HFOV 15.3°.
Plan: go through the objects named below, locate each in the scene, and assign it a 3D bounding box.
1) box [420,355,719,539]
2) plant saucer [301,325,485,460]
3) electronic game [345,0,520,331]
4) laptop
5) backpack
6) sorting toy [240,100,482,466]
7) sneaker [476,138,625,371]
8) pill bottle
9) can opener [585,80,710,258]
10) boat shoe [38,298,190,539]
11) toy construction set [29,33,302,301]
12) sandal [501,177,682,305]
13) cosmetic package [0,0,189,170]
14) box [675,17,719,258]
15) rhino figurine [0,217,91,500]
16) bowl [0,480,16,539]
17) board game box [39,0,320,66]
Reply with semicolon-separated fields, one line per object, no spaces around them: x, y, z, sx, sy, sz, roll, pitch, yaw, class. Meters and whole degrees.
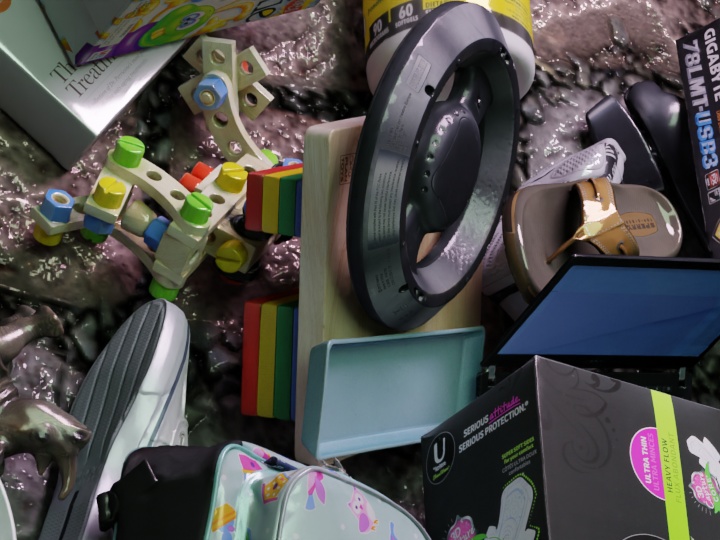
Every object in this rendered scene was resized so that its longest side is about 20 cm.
0.131;0.176;1.570;0.148;0.124;0.200;16;56;-30;box
0.021;0.071;1.618;0.200;0.019;0.070;-2;100;-60;plant saucer
0.043;-0.062;1.599;0.042;0.200;0.200;15;45;23;electronic game
0.171;0.092;1.701;0.177;0.103;0.200;2;89;-33;laptop
-0.041;0.192;1.504;0.200;0.153;0.176;27;65;-51;backpack
0.000;0.000;1.653;0.199;0.069;0.200;-16;110;-58;sorting toy
0.148;-0.004;1.809;0.115;0.075;0.200;57;35;-12;sneaker
0.056;-0.212;1.834;0.114;0.114;0.200;13;58;-28;pill bottle
0.240;-0.047;1.911;0.200;0.079;0.063;56;10;1;can opener
-0.134;0.115;1.564;0.067;0.073;0.200;37;59;-30;boat shoe
-0.104;-0.057;1.664;0.131;0.092;0.200;28;46;7;toy construction set
0.157;-0.025;1.725;0.200;0.055;0.082;-7;74;-50;sandal
-0.179;-0.181;1.703;0.151;0.052;0.200;41;50;-5;cosmetic package
0.305;-0.052;1.906;0.200;0.050;0.199;31;43;-43;box
-0.219;0.045;1.541;0.087;0.060;0.200;-27;82;-20;rhino figurine
-0.289;0.153;1.415;0.201;0.090;0.201;16;56;-26;bowl
-0.100;-0.213;1.671;0.200;0.103;0.105;-18;75;-39;board game box
